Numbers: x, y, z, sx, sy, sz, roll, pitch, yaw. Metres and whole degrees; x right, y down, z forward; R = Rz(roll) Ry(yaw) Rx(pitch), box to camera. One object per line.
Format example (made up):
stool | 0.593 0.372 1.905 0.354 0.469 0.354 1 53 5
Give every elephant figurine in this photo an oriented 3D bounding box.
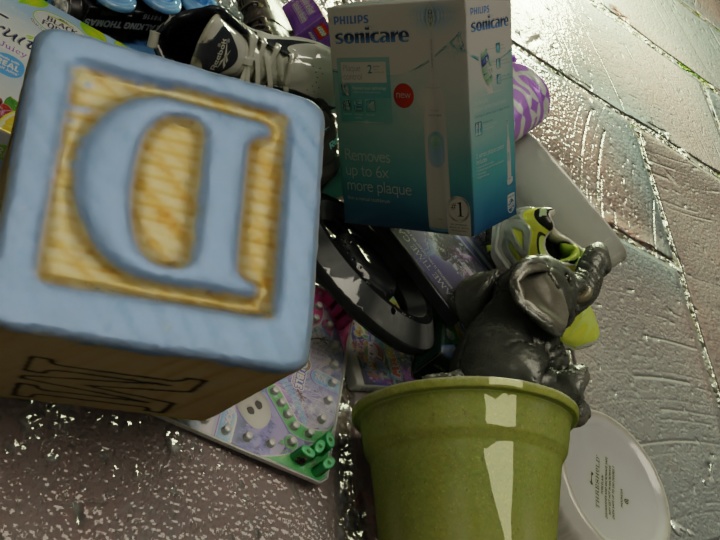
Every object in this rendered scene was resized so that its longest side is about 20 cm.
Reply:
elephant figurine | 0.155 0.042 0.864 0.155 0.140 0.202 45 49 -57

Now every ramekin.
ramekin | 0.226 0.233 0.922 0.201 0.094 0.204 25 45 -28

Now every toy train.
toy train | -0.230 -0.272 0.911 0.199 0.087 0.115 -13 60 -50

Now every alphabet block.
alphabet block | -0.153 -0.014 0.629 0.195 0.200 0.197 13 67 -23

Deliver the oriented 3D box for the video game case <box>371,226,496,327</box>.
video game case | 0.104 -0.036 0.975 0.143 0.019 0.200 52 41 6

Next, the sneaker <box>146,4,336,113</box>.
sneaker | -0.103 -0.189 0.830 0.197 0.080 0.130 22 13 3

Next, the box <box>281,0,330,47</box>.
box | -0.011 -0.202 1.000 0.201 0.039 0.137 54 7 -29

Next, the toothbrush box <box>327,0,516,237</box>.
toothbrush box | 0.058 -0.143 0.824 0.085 0.145 0.202 -25 117 -50

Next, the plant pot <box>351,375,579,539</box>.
plant pot | 0.087 0.209 0.757 0.199 0.200 0.186 19 59 -31

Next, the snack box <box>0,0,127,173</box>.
snack box | -0.283 -0.152 0.776 0.199 0.068 0.170 28 43 -27

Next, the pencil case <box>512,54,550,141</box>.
pencil case | 0.123 -0.159 0.980 0.200 0.084 0.086 -38 112 -34

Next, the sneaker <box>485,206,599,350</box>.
sneaker | 0.211 0.014 0.974 0.200 0.076 0.076 47 44 -30

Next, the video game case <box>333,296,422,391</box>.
video game case | 0.052 0.062 0.957 0.199 0.018 0.144 9 54 -39

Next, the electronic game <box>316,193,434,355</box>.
electronic game | 0.000 0.000 0.873 0.200 0.042 0.200 42 17 -16

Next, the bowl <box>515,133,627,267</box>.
bowl | 0.213 -0.062 1.109 0.200 0.074 0.200 51 -4 0

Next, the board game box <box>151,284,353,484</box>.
board game box | -0.096 0.061 0.799 0.199 0.026 0.201 27 45 -19

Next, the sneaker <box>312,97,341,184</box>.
sneaker | -0.117 -0.119 0.843 0.198 0.080 0.076 -8 48 -9

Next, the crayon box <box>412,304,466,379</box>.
crayon box | 0.126 0.050 0.980 0.125 0.052 0.201 31 42 -21

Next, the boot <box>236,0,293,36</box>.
boot | -0.112 -0.256 1.010 0.200 0.069 0.175 27 37 -60

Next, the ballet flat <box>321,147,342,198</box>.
ballet flat | -0.057 -0.106 0.949 0.064 0.076 0.199 49 36 13
